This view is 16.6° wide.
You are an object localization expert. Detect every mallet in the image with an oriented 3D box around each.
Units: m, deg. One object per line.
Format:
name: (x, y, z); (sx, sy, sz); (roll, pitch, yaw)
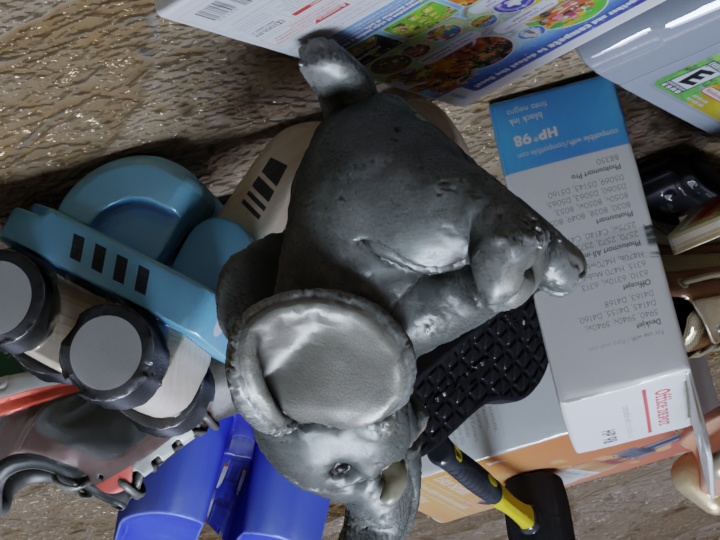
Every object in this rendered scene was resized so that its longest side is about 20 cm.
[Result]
mallet: (0.083, 0.142, 1.458); (0.041, 0.066, 0.200); (-17, 161, 17)

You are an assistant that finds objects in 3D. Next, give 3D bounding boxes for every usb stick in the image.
usb stick: (0.110, -0.017, 1.403); (0.200, 0.033, 0.055); (-23, 151, 28)

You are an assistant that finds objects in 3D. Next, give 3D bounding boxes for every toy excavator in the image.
toy excavator: (-0.069, -0.017, 1.191); (0.194, 0.200, 0.100); (25, 174, 19)

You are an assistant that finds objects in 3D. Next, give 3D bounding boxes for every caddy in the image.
caddy: (-0.088, 0.138, 1.618); (0.141, 0.105, 0.200); (14, 158, -5)

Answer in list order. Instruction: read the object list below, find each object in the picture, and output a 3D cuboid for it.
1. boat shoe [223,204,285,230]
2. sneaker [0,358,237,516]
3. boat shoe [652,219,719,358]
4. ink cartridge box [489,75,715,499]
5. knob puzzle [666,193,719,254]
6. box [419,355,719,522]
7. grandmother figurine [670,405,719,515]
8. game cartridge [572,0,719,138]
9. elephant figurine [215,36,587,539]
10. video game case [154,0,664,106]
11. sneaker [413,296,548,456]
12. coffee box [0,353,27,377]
boat shoe: (0.000, 0.000, 1.324); (0.200, 0.062, 0.072); (-2, 159, -35)
sneaker: (-0.117, 0.088, 1.331); (0.200, 0.082, 0.077); (-14, 160, 3)
boat shoe: (0.179, 0.016, 1.365); (0.200, 0.072, 0.076); (6, 150, -20)
ink cartridge box: (0.122, 0.017, 1.242); (0.067, 0.200, 0.116); (-14, 162, 5)
knob puzzle: (0.252, -0.070, 1.280); (0.220, 0.030, 0.220); (-25, -178, 1)
box: (0.110, 0.074, 1.551); (0.200, 0.106, 0.152); (-18, 161, 15)
grandmother figurine: (0.241, 0.077, 1.421); (0.121, 0.061, 0.200); (-48, 173, -32)
game cartridge: (0.200, -0.113, 1.176); (0.133, 0.041, 0.200); (-27, 158, 25)
elephant figurine: (-0.007, 0.034, 1.087); (0.200, 0.155, 0.142); (-49, 156, 4)
video game case: (0.032, -0.122, 1.044); (0.143, 0.018, 0.200); (-27, 155, 35)
sneaker: (0.034, 0.043, 1.353); (0.083, 0.072, 0.200); (12, -160, 31)
coffee box: (-0.135, 0.039, 1.376); (0.200, 0.044, 0.123); (-24, 159, 29)
